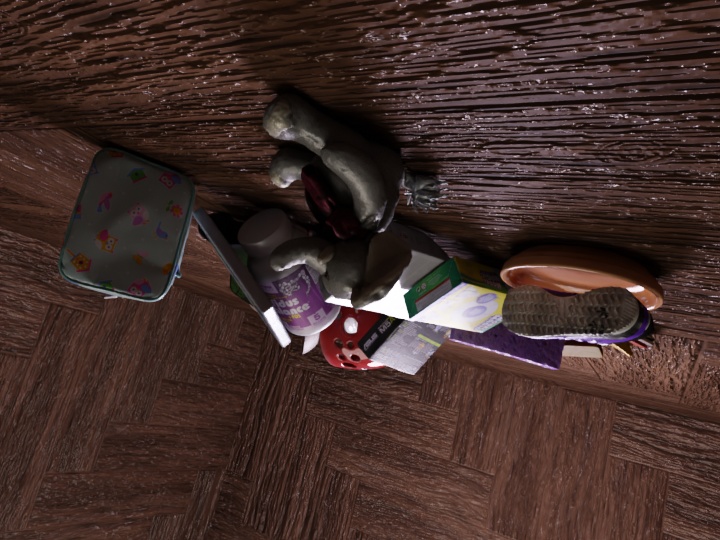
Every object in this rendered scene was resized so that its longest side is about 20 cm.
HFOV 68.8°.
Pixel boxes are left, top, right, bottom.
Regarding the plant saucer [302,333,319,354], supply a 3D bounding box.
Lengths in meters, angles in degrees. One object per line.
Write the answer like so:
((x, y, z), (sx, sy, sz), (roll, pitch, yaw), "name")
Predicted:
((-0.093, 0.066, 1.053), (0.032, 0.204, 0.200), (5, 170, -6), "plant saucer")

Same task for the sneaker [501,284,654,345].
((0.281, 0.065, 0.685), (0.098, 0.071, 0.199), (20, 169, -33), "sneaker")

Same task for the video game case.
((-0.185, 0.017, 0.841), (0.201, 0.022, 0.183), (51, 167, 19), "video game case")

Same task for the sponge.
((0.265, 0.094, 0.927), (0.197, 0.113, 0.030), (16, 168, -3), "sponge")

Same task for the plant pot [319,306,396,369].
((0.031, 0.119, 1.154), (0.180, 0.204, 0.200), (3, 165, 25), "plant pot")

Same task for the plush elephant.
((-0.020, -0.043, 0.518), (0.197, 0.157, 0.165), (18, 169, -12), "plush elephant")

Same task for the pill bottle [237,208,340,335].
((-0.115, 0.003, 0.854), (0.111, 0.113, 0.201), (7, 139, 36), "pill bottle")

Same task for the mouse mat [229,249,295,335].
((-0.188, 0.026, 1.053), (0.198, 0.163, 0.008), (30, -142, 20), "mouse mat")

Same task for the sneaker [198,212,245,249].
((-0.189, -0.051, 0.960), (0.196, 0.061, 0.104), (9, 164, 15), "sneaker")

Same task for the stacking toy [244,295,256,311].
((-0.159, 0.004, 1.085), (0.144, 0.148, 0.200), (17, 153, -14), "stacking toy")

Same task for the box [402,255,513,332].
((0.174, 0.044, 0.803), (0.198, 0.049, 0.117), (11, 143, -38), "box")

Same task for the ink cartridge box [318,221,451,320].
((0.061, 0.009, 0.790), (0.198, 0.058, 0.162), (11, 143, -42), "ink cartridge box")

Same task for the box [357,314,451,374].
((0.111, 0.098, 0.975), (0.047, 0.194, 0.199), (43, -172, 34), "box")

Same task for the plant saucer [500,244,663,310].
((0.285, 0.010, 0.686), (0.197, 0.038, 0.200), (16, 169, 3), "plant saucer")

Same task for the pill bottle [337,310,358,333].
((-0.051, 0.096, 1.356), (0.197, 0.116, 0.114), (10, 168, 24), "pill bottle")

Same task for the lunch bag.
((-0.325, -0.056, 0.751), (0.158, 0.203, 0.077), (18, 170, -26), "lunch bag")

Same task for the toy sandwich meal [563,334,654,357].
((0.437, 0.131, 0.985), (0.202, 0.071, 0.205), (15, 169, 3), "toy sandwich meal")
